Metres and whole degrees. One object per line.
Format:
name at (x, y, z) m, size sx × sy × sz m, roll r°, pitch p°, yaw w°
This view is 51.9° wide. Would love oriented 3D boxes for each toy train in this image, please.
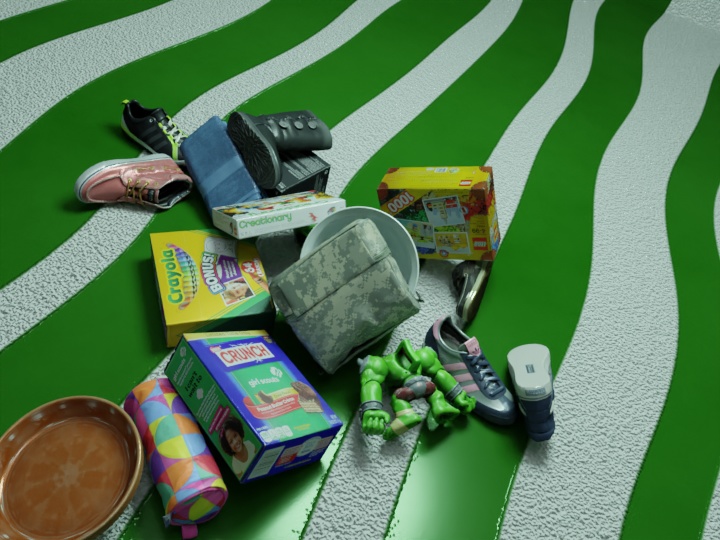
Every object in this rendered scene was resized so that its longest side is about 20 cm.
toy train at (-0.037, -0.079, 1.381) m, size 0.197 × 0.042 × 0.057 m, roll -10°, pitch 39°, yaw -25°

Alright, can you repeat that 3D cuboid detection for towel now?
towel at (-0.250, -0.174, 1.351) m, size 0.111 × 0.048 × 0.202 m, roll -32°, pitch 72°, yaw 10°

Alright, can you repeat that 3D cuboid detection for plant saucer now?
plant saucer at (-0.366, 0.251, 0.914) m, size 0.196 × 0.033 × 0.203 m, roll -2°, pitch 51°, yaw 2°

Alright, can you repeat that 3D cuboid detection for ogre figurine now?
ogre figurine at (0.075, 0.176, 1.111) m, size 0.196 × 0.099 × 0.121 m, roll -15°, pitch 62°, yaw -15°

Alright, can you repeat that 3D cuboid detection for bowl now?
bowl at (0.000, 0.000, 1.243) m, size 0.197 × 0.090 × 0.206 m, roll 0°, pitch 85°, yaw 4°

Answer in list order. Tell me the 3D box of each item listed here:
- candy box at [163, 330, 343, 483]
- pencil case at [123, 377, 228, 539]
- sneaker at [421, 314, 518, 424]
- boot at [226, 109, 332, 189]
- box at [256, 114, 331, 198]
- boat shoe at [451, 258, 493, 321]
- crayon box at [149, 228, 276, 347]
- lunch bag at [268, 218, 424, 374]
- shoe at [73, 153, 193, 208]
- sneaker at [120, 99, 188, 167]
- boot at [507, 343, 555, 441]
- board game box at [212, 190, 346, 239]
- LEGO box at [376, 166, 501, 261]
candy box at (-0.146, 0.175, 1.012) m, size 0.200 × 0.078 × 0.168 m, roll 44°, pitch 22°, yaw 27°
pencil case at (-0.243, 0.236, 0.960) m, size 0.087 × 0.089 × 0.201 m, roll -12°, pitch 49°, yaw -27°
sneaker at (0.178, 0.155, 1.171) m, size 0.070 × 0.083 × 0.200 m, roll -27°, pitch 58°, yaw -38°
boot at (-0.129, -0.229, 1.373) m, size 0.198 × 0.066 × 0.167 m, roll -10°, pitch 64°, yaw -49°
box at (-0.178, -0.203, 1.436) m, size 0.199 × 0.080 × 0.140 m, roll 39°, pitch 45°, yaw 22°
boat shoe at (0.196, 0.015, 1.337) m, size 0.065 × 0.073 × 0.202 m, roll 15°, pitch 41°, yaw 15°
crayon box at (-0.243, 0.020, 1.200) m, size 0.169 × 0.059 × 0.202 m, roll -5°, pitch 47°, yaw -22°
lunch bag at (-0.022, 0.041, 1.127) m, size 0.198 × 0.139 × 0.169 m, roll -34°, pitch 88°, yaw 4°
shoe at (-0.399, -0.151, 1.317) m, size 0.198 × 0.072 × 0.091 m, roll -23°, pitch 50°, yaw -40°
sneaker at (-0.389, -0.270, 1.436) m, size 0.197 × 0.084 × 0.072 m, roll 26°, pitch 44°, yaw 10°
boot at (0.275, 0.190, 1.183) m, size 0.071 × 0.092 × 0.200 m, roll -7°, pitch 13°, yaw 15°
board game box at (-0.138, -0.097, 1.250) m, size 0.197 × 0.035 × 0.126 m, roll -14°, pitch 19°, yaw -27°
LEGO box at (0.143, -0.102, 1.326) m, size 0.196 × 0.151 × 0.078 m, roll 2°, pitch 37°, yaw 24°
